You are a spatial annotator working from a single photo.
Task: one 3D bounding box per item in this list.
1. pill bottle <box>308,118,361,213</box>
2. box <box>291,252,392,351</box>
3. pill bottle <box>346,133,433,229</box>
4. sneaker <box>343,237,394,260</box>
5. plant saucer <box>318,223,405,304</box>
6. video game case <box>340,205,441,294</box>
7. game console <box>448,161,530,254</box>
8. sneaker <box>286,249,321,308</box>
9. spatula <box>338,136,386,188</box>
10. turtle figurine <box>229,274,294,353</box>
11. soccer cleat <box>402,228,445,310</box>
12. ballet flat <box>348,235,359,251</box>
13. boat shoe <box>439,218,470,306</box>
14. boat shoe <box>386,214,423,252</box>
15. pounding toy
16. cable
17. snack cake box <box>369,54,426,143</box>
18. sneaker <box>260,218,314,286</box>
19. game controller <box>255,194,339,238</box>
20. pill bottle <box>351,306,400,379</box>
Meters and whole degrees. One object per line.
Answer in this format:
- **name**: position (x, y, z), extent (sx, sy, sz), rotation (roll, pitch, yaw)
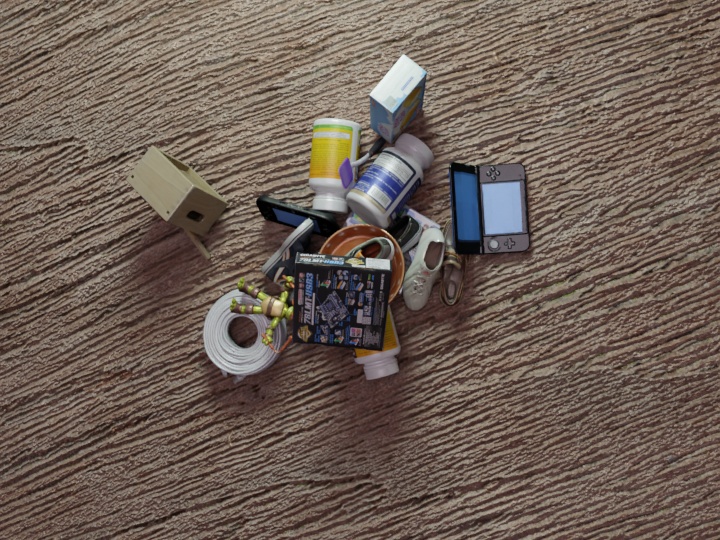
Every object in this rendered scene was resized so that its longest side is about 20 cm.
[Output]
- **pill bottle**: position (-0.060, -0.234, 1.664), extent (0.110, 0.111, 0.202), rotation (5, 90, 8)
- **box**: position (-0.041, 0.066, 1.516), extent (0.196, 0.050, 0.202), rotation (5, 119, 1)
- **pill bottle**: position (0.069, -0.199, 1.628), extent (0.115, 0.116, 0.201), rotation (37, 78, 7)
- **sneaker**: position (-0.021, -0.007, 1.543), extent (0.199, 0.079, 0.074), rotation (-37, 75, 5)
- **plant saucer**: position (0.000, 0.000, 1.594), extent (0.198, 0.032, 0.203), rotation (-3, 78, 11)
- **video game case**: position (0.056, -0.074, 1.692), extent (0.199, 0.022, 0.183), rotation (32, 94, 8)
- **game console**: position (0.285, -0.138, 1.610), extent (0.169, 0.118, 0.203), rotation (-4, 90, 8)
- **sneaker**: position (-0.101, 0.055, 1.697), extent (0.104, 0.060, 0.201), rotation (34, 94, 1)
- **spatula**: position (0.006, -0.249, 1.638), extent (0.020, 0.200, 0.057), rotation (11, 131, 35)
- **turtle figurine**: position (-0.201, 0.071, 1.645), extent (0.160, 0.064, 0.202), rotation (18, 89, 8)
- **soccer cleat**: position (0.140, 0.004, 1.625), extent (0.069, 0.078, 0.202), rotation (8, 112, -14)
- **ballet flat**: position (-0.041, 0.003, 1.654), extent (0.067, 0.062, 0.201), rotation (27, 84, 27)
- **boat shoe**: position (0.209, -0.019, 1.642), extent (0.071, 0.072, 0.202), rotation (8, 90, 7)
- **boat shoe**: position (0.051, -0.047, 1.640), extent (0.200, 0.057, 0.069), rotation (-42, 40, 0)
- **pounding toy**: position (-0.412, -0.151, 1.694), extent (0.184, 0.200, 0.142), rotation (42, 95, 21)
- **cable**: position (-0.273, 0.144, 1.713), extent (0.199, 0.069, 0.201), rotation (-28, 86, 7)
- **snack cake box**: position (0.080, -0.366, 1.593), extent (0.067, 0.200, 0.115), rotation (38, 85, 7)
- **sneaker**: position (-0.147, -0.036, 1.668), extent (0.079, 0.078, 0.200), rotation (44, 132, -1)
- **game controller**: position (-0.142, -0.121, 1.674), extent (0.198, 0.104, 0.043), rotation (16, 79, 13)
- **pill bottle**: position (0.026, 0.138, 1.650), extent (0.108, 0.109, 0.202), rotation (-15, 87, 8)
